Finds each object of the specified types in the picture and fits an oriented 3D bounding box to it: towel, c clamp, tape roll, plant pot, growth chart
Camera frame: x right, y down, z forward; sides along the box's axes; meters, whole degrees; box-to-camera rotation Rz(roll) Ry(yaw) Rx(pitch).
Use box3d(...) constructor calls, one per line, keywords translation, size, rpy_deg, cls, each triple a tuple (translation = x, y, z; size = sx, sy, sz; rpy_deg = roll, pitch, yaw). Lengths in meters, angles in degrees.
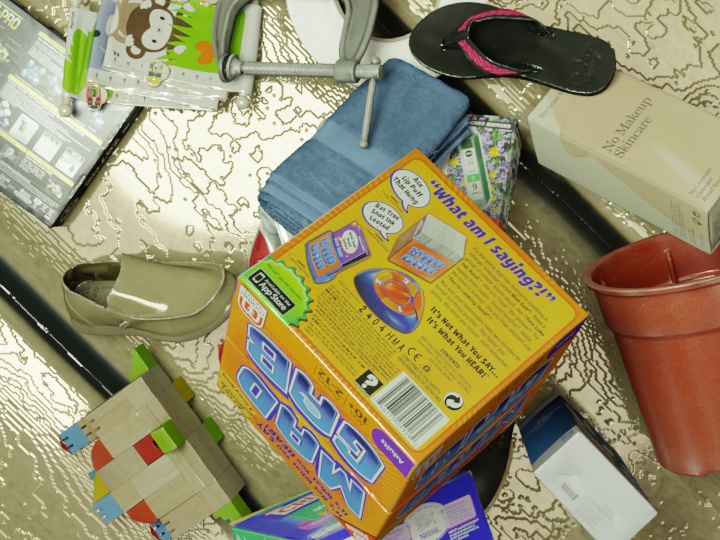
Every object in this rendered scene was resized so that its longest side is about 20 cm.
box3d(translation=(0.005, -0.104, 1.253), size=(0.111, 0.049, 0.200), rpy_deg=(35, 71, 23), cls="towel")
box3d(translation=(-0.062, -0.211, 1.268), size=(0.199, 0.027, 0.172), rpy_deg=(11, 80, 26), cls="c clamp")
box3d(translation=(0.026, -0.274, 1.320), size=(0.201, 0.037, 0.204), rpy_deg=(0, 96, 2), cls="tape roll")
box3d(translation=(0.329, 0.075, 1.269), size=(0.200, 0.201, 0.196), rpy_deg=(-15, 102, 4), cls="plant pot")
box3d(translation=(-0.193, -0.219, 1.316), size=(0.199, 0.018, 0.146), rpy_deg=(-1, 80, -7), cls="growth chart")

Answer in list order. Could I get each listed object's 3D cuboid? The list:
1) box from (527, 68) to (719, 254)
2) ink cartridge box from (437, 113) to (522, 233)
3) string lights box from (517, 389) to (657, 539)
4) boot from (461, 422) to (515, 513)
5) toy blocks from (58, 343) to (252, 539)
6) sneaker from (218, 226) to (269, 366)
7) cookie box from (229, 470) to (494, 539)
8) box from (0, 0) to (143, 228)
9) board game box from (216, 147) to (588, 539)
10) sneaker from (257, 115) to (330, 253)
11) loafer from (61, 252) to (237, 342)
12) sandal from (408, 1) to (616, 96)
box3d(translation=(0.262, -0.110, 1.249), size=(0.200, 0.078, 0.095), rpy_deg=(31, 74, 30), cls="box")
box3d(translation=(0.084, -0.051, 1.281), size=(0.108, 0.050, 0.201), rpy_deg=(6, 69, 15), cls="ink cartridge box")
box3d(translation=(0.207, 0.184, 1.270), size=(0.059, 0.200, 0.103), rpy_deg=(-43, 93, 6), cls="string lights box")
box3d(translation=(0.118, 0.151, 1.302), size=(0.077, 0.138, 0.201), rpy_deg=(7, 96, 2), cls="boot")
box3d(translation=(-0.217, 0.196, 1.352), size=(0.136, 0.100, 0.200), rpy_deg=(-35, 93, 16), cls="toy blocks")
box3d(translation=(-0.085, 0.034, 1.311), size=(0.078, 0.116, 0.201), rpy_deg=(10, 95, 2), cls="sneaker")
box3d(translation=(-0.004, 0.244, 1.257), size=(0.170, 0.200, 0.076), rpy_deg=(-19, 93, -28), cls="cookie box")
box3d(translation=(-0.337, -0.164, 1.338), size=(0.200, 0.049, 0.162), rpy_deg=(36, 96, -1), cls="box")
box3d(translation=(0.026, 0.068, 1.120), size=(0.200, 0.200, 0.200), rpy_deg=(-37, 73, -27), cls="board game box")
box3d(translation=(-0.055, -0.063, 1.290), size=(0.088, 0.075, 0.201), rpy_deg=(15, 69, -19), cls="sneaker")
box3d(translation=(-0.208, 0.024, 1.304), size=(0.199, 0.068, 0.076), rpy_deg=(-7, 52, 24), cls="loafer")
box3d(translation=(0.139, -0.210, 1.257), size=(0.199, 0.045, 0.076), rpy_deg=(14, 86, 19), cls="sandal")
